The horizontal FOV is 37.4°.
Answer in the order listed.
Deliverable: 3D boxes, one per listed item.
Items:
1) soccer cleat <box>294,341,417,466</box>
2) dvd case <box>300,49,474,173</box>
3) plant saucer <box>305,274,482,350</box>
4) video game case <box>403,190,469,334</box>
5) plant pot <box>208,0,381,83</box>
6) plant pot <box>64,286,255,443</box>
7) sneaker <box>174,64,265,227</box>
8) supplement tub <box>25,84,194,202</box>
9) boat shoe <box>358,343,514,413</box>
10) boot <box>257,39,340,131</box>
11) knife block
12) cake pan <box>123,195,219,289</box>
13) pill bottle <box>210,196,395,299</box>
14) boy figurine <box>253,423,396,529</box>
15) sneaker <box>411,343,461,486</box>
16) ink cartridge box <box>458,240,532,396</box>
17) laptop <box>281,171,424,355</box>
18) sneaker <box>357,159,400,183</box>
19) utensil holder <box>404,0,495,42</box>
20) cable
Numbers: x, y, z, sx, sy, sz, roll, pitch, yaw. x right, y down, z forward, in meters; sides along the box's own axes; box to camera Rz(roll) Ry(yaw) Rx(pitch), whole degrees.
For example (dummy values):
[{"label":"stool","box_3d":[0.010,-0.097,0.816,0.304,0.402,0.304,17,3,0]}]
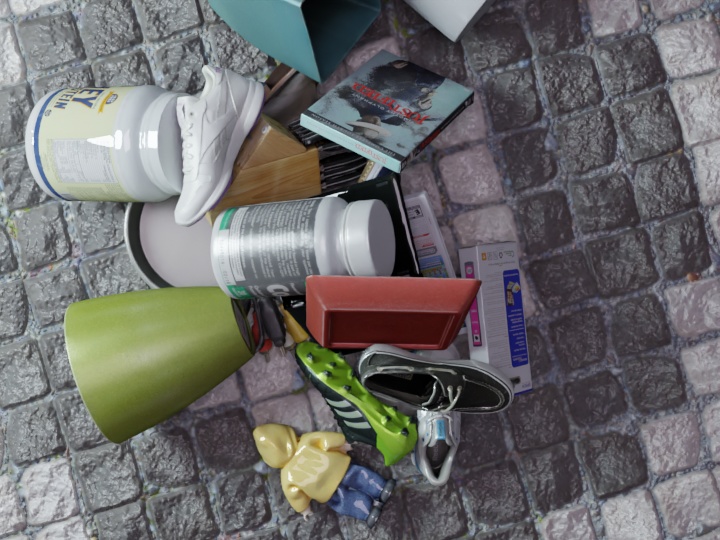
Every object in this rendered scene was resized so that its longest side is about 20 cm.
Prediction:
[{"label":"soccer cleat","box_3d":[-0.016,0.174,1.376,0.200,0.067,0.081,41,125,9]},{"label":"dvd case","box_3d":[0.038,-0.205,1.337,0.145,0.022,0.200,28,47,18]},{"label":"plant saucer","box_3d":[0.034,0.057,1.266,0.198,0.200,0.037,2,70,-2]},{"label":"video game case","box_3d":[0.048,0.005,1.364,0.142,0.018,0.201,-13,114,18]},{"label":"plant pot","box_3d":[-0.102,-0.363,1.342,0.199,0.142,0.142,27,67,23]},{"label":"plant pot","box_3d":[-0.241,0.096,1.344,0.199,0.187,0.188,-20,90,1]},{"label":"sneaker","box_3d":[-0.192,-0.152,1.280,0.099,0.075,0.201,26,78,-24]},{"label":"supplement tub","box_3d":[-0.302,-0.159,1.339,0.199,0.145,0.146,2,90,24]},{"label":"boat shoe","box_3d":[0.094,0.146,1.299,0.198,0.064,0.071,12,115,-7]},{"label":"boot","box_3d":[-0.076,-0.234,1.413,0.199,0.075,0.097,-34,114,-8]},{"label":"knife block","box_3d":[-0.091,-0.122,1.374,0.175,0.064,0.200,28,104,-39]},{"label":"cake pan","box_3d":[-0.214,-0.056,1.418,0.199,0.037,0.202,0,90,1]},{"label":"pill bottle","box_3d":[-0.067,-0.028,1.259,0.199,0.113,0.114,-5,90,21]},{"label":"boy figurine","box_3d":[-0.057,0.267,1.403,0.199,0.064,0.125,27,91,2]},{"label":"sneaker","box_3d":[0.104,0.183,1.372,0.074,0.087,0.202,-3,100,-2]},{"label":"ink cartridge box","box_3d":[0.177,0.064,1.382,0.037,0.094,0.202,-9,88,42]},{"label":"laptop","box_3d":[0.000,0.000,1.356,0.186,0.116,0.202,-15,85,19]},{"label":"sneaker","box_3d":[0.039,-0.077,1.373,0.108,0.070,0.201,25,116,-4]},{"label":"utensil holder","box_3d":[0.097,-0.414,1.346,0.200,0.170,0.170,42,91,0]},{"label":"cable","box_3d":[-0.132,0.032,1.399,0.096,0.050,0.201,-13,101,13]}]
